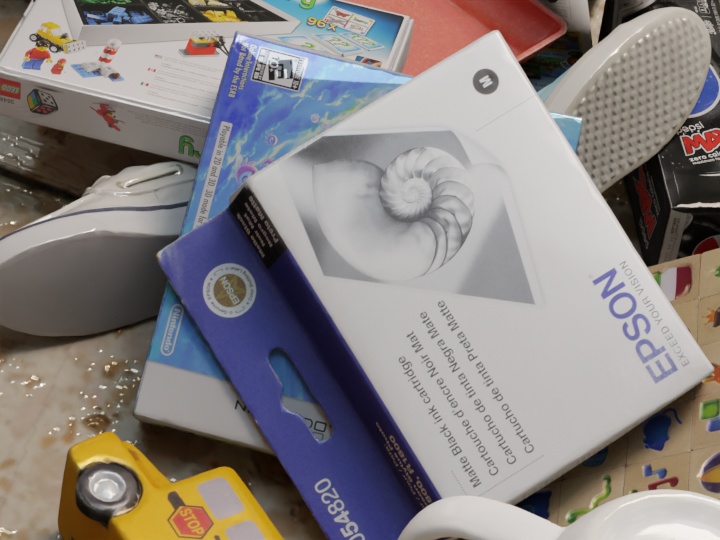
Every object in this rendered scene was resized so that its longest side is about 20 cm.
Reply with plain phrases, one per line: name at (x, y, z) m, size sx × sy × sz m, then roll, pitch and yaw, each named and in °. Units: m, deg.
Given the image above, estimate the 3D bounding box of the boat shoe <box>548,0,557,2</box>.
boat shoe at (0.114, -0.187, 1.390) m, size 0.073 × 0.065 × 0.200 m, roll -35°, pitch 24°, yaw -19°

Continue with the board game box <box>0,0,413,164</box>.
board game box at (-0.082, -0.111, 1.281) m, size 0.199 × 0.035 × 0.126 m, roll 14°, pitch 44°, yaw 6°

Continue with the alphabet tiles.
alphabet tiles at (0.146, 0.067, 1.156) m, size 0.167 × 0.008 × 0.200 m, roll -15°, pitch 40°, yaw 25°

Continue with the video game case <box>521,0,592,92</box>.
video game case at (0.040, -0.131, 1.415) m, size 0.199 × 0.023 × 0.182 m, roll 6°, pitch 46°, yaw -7°

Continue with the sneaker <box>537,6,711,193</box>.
sneaker at (0.101, -0.075, 1.297) m, size 0.200 × 0.074 × 0.082 m, roll -43°, pitch 37°, yaw -11°

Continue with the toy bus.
toy bus at (-0.063, 0.158, 1.086) m, size 0.078 × 0.065 × 0.200 m, roll -19°, pitch 53°, yaw -27°

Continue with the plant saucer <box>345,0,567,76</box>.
plant saucer at (-0.019, -0.138, 1.367) m, size 0.199 × 0.037 × 0.200 m, roll -32°, pitch 57°, yaw -32°

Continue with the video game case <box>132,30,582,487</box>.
video game case at (0.000, 0.000, 1.188) m, size 0.181 × 0.045 × 0.201 m, roll 14°, pitch 84°, yaw 2°

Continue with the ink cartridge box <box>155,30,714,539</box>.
ink cartridge box at (0.033, 0.019, 1.141) m, size 0.200 × 0.041 × 0.200 m, roll -33°, pitch 84°, yaw -2°

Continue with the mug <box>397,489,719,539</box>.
mug at (0.098, 0.170, 1.029) m, size 0.200 × 0.176 × 0.148 m, roll 29°, pitch 48°, yaw 16°

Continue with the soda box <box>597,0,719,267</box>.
soda box at (0.183, -0.083, 1.362) m, size 0.063 × 0.071 × 0.200 m, roll -1°, pitch 46°, yaw -7°

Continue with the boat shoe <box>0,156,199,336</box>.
boat shoe at (-0.114, -0.023, 1.249) m, size 0.199 × 0.072 × 0.066 m, roll -18°, pitch 47°, yaw -26°

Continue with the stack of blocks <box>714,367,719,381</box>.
stack of blocks at (0.270, 0.076, 1.196) m, size 0.199 × 0.115 × 0.059 m, roll -6°, pitch 48°, yaw -16°
